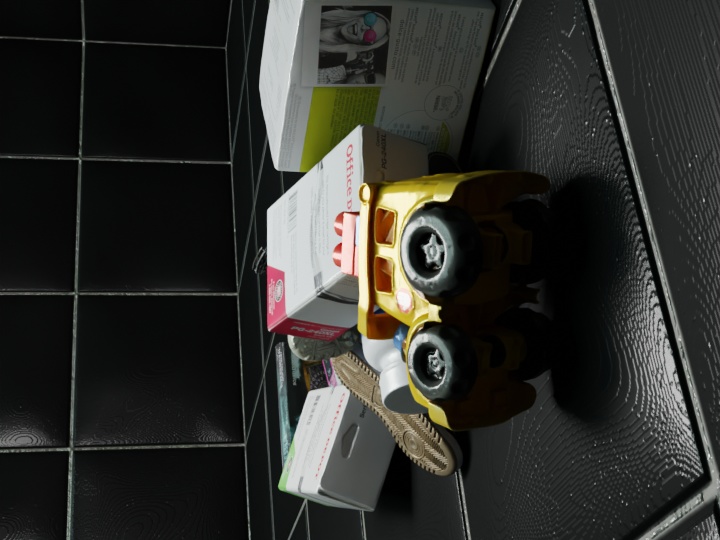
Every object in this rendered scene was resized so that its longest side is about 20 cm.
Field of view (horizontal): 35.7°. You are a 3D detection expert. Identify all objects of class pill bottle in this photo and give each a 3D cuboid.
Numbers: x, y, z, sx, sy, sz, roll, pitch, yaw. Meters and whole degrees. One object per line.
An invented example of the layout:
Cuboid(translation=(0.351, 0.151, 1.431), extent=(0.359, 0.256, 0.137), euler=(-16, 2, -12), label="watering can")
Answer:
Cuboid(translation=(0.053, 0.042, 1.172), extent=(0.112, 0.112, 0.201), euler=(109, 157, -57), label="pill bottle")

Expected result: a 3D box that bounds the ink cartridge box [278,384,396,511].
Cuboid(translation=(-0.026, 0.231, 1.464), extent=(0.200, 0.084, 0.146), euler=(-25, 45, 70), label="ink cartridge box")

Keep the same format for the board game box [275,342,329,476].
Cuboid(translation=(-0.055, 0.207, 1.628), extent=(0.028, 0.135, 0.201), euler=(-40, 47, 47), label="board game box")

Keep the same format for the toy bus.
Cuboid(translation=(0.055, 0.014, 0.931), extent=(0.191, 0.135, 0.201), euler=(8, 102, 44), label="toy bus")

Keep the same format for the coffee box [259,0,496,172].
Cuboid(translation=(0.008, -0.231, 1.182), extent=(0.200, 0.197, 0.201), euler=(-106, 22, -53), label="coffee box")

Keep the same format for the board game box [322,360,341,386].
Cuboid(translation=(-0.022, 0.067, 1.592), extent=(0.148, 0.064, 0.201), euler=(109, 151, -54), label="board game box")

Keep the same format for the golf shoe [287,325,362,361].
Cuboid(translation=(-0.028, 0.038, 1.271), extent=(0.097, 0.200, 0.079), euler=(-17, 112, 47), label="golf shoe")

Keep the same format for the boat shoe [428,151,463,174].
Cuboid(translation=(0.100, -0.051, 1.078), extent=(0.065, 0.073, 0.201), euler=(117, 150, -41), label="boat shoe")

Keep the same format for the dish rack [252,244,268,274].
Cuboid(translation=(-0.077, -0.078, 1.547), extent=(0.055, 0.200, 0.153), euler=(48, 157, 7), label="dish rack")

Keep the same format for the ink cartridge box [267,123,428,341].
Cuboid(translation=(-0.015, -0.032, 1.118), extent=(0.200, 0.083, 0.146), euler=(-35, 49, 51), label="ink cartridge box")

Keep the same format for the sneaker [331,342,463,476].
Cuboid(translation=(0.069, 0.134, 1.235), extent=(0.200, 0.108, 0.070), euler=(43, 137, 32), label="sneaker")
